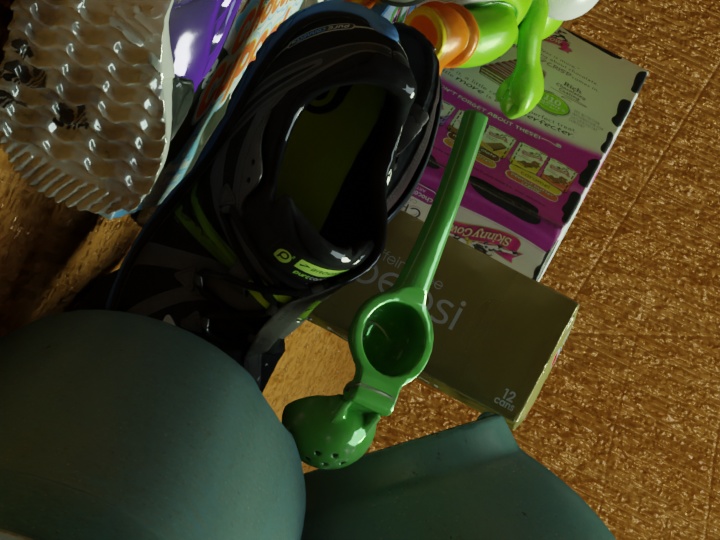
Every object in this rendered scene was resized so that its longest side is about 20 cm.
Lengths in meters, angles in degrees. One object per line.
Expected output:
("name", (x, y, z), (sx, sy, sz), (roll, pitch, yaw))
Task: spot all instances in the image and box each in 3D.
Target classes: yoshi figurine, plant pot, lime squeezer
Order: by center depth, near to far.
("plant pot", (-0.109, 0.120, 0.773), (0.196, 0.200, 0.200), (-70, -176, -62))
("lime squeezer", (0.000, 0.033, 0.858), (0.200, 0.038, 0.071), (-54, -166, 21))
("plant pot", (0.022, 0.139, 0.925), (0.200, 0.134, 0.200), (-17, 174, -2))
("yoshi figurine", (0.065, -0.145, 1.190), (0.200, 0.112, 0.112), (-23, 120, -44))

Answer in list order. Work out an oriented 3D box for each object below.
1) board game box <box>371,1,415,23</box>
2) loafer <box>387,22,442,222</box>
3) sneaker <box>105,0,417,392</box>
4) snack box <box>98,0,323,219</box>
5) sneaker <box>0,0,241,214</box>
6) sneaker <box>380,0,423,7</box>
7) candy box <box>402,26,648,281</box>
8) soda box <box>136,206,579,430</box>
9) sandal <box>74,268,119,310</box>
("board game box", (-0.020, -0.095, 1.235), (0.200, 0.037, 0.151), (-58, 172, -50))
("loafer", (-0.021, -0.042, 0.967), (0.200, 0.072, 0.063), (-52, 169, -28))
("sneaker", (-0.039, -0.008, 0.847), (0.200, 0.071, 0.083), (-62, -155, 11))
("snack box", (-0.062, -0.086, 0.900), (0.116, 0.037, 0.200), (-62, 174, 11))
("sneaker", (-0.060, -0.118, 0.687), (0.100, 0.070, 0.200), (-66, -177, -47))
("sneaker", (0.007, -0.169, 0.973), (0.200, 0.074, 0.079), (85, 29, -68))
("candy box", (0.071, -0.080, 1.257), (0.200, 0.136, 0.061), (-55, 172, -53))
("soda box", (0.000, 0.000, 1.034), (0.064, 0.200, 0.068), (-62, 175, -5))
("sandal", (-0.103, 0.057, 0.979), (0.200, 0.082, 0.055), (-53, 168, -54))
